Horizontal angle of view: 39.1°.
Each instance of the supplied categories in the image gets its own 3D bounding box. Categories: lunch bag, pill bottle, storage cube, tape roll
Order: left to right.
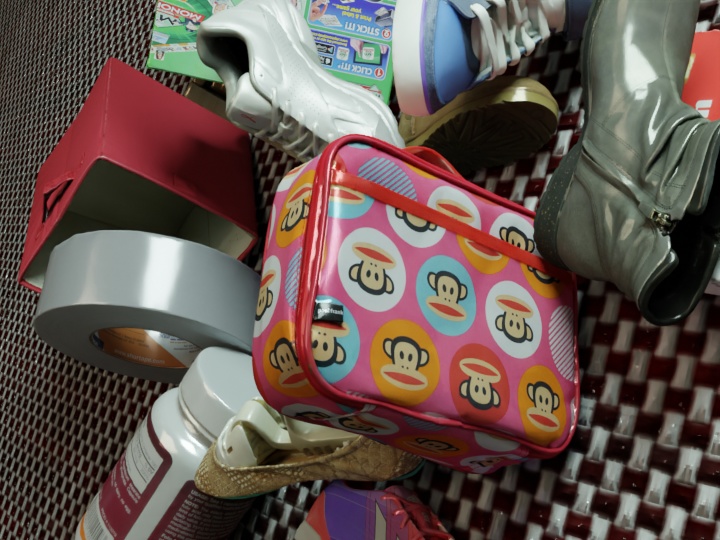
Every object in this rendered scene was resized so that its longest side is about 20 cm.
[{"bbox_3d":[-0.221,-0.070,1.018,0.171,0.198,0.182,-48,32,27],"label":"storage cube"},{"bbox_3d":[-0.178,0.038,0.883,0.199,0.198,0.067,-21,53,48],"label":"tape roll"},{"bbox_3d":[-0.141,0.169,0.832,0.201,0.113,0.115,-55,35,18],"label":"pill bottle"},{"bbox_3d":[0.038,0.012,0.588,0.081,0.197,0.180,-26,51,50],"label":"lunch bag"}]

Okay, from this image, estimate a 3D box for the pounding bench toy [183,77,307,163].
[{"bbox_3d":[-0.069,-0.205,0.931,0.158,0.123,0.200,-61,12,7],"label":"pounding bench toy"}]

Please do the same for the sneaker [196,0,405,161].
[{"bbox_3d":[-0.050,-0.113,0.739,0.200,0.099,0.078,47,134,13],"label":"sneaker"}]

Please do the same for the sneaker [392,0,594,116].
[{"bbox_3d":[0.112,-0.171,0.641,0.144,0.082,0.202,6,46,22],"label":"sneaker"}]

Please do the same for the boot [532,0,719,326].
[{"bbox_3d":[0.165,-0.078,0.533,0.130,0.066,0.204,-148,72,-68],"label":"boot"}]

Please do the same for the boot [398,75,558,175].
[{"bbox_3d":[0.082,-0.175,0.756,0.174,0.065,0.204,-17,57,50],"label":"boot"}]

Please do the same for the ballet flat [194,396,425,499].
[{"bbox_3d":[-0.046,0.111,0.693,0.197,0.066,0.071,-15,34,29],"label":"ballet flat"}]

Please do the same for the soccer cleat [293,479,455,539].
[{"bbox_3d":[0.030,0.175,0.631,0.199,0.068,0.074,10,67,56],"label":"soccer cleat"}]

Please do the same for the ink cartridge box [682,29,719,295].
[{"bbox_3d":[0.202,-0.068,0.535,0.199,0.050,0.164,12,82,55],"label":"ink cartridge box"}]

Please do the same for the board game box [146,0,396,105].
[{"bbox_3d":[-0.063,-0.210,0.811,0.029,0.196,0.137,-108,29,-78],"label":"board game box"}]
